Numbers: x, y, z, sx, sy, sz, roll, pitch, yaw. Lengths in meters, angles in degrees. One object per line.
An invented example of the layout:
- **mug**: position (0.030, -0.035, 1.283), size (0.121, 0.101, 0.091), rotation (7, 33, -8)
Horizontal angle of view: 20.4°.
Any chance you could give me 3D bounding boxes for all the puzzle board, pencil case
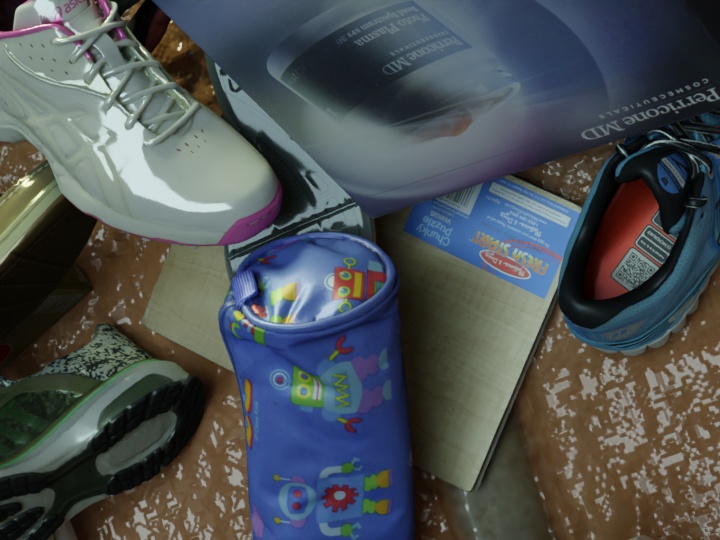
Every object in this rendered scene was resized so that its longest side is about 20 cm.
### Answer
- **puzzle board**: position (0.000, 0.000, 1.004), size (0.200, 0.017, 0.151), rotation (25, 99, 19)
- **pencil case**: position (-0.019, 0.083, 0.937), size (0.087, 0.078, 0.201), rotation (-9, 120, -9)

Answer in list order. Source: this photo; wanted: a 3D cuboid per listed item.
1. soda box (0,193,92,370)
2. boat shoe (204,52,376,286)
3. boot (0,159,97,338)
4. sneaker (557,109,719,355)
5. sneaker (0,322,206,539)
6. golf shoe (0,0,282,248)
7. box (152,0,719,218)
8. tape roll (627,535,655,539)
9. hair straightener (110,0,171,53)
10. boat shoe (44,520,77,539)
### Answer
- **soda box**: position (-0.243, 0.044, 1.077), size (0.200, 0.064, 0.068), rotation (-40, 76, 17)
- **boat shoe**: position (-0.033, -0.047, 0.981), size (0.074, 0.065, 0.203), rotation (-13, 90, 10)
- **boot**: position (-0.235, -0.022, 1.003), size (0.200, 0.072, 0.155), rotation (-43, 72, 17)
- **sneaker**: position (0.154, -0.047, 0.899), size (0.078, 0.090, 0.200), rotation (32, 100, 18)
- **sneaker**: position (-0.180, 0.090, 1.018), size (0.089, 0.200, 0.077), rotation (44, 150, 36)
- **golf shoe**: position (-0.121, -0.082, 0.923), size (0.200, 0.075, 0.092), rotation (30, 142, 20)
- **box**: position (0.039, -0.143, 0.859), size (0.199, 0.198, 0.124), rotation (-17, 50, 30)
- **tape roll**: position (0.139, 0.213, 0.851), size (0.037, 0.203, 0.203), rotation (-23, 82, 16)
- **hair straightener**: position (-0.122, -0.133, 0.957), size (0.077, 0.200, 0.041), rotation (17, 78, -18)
- **boat shoe**: position (-0.164, 0.190, 1.045), size (0.075, 0.068, 0.201), rotation (-26, 60, 25)
